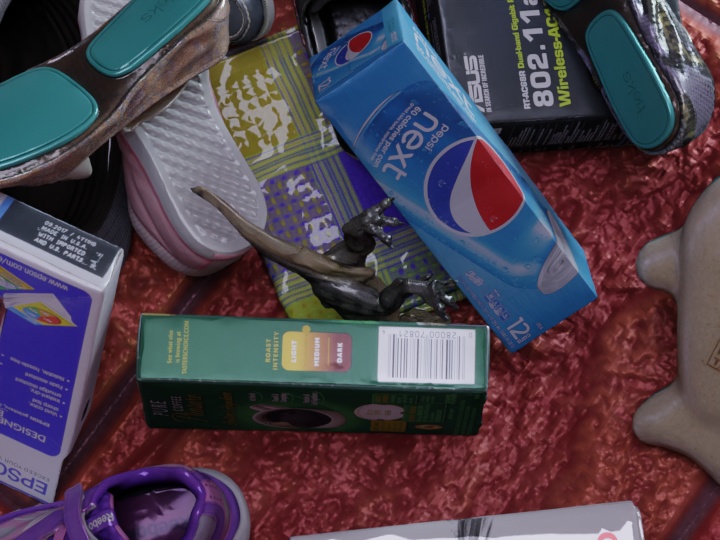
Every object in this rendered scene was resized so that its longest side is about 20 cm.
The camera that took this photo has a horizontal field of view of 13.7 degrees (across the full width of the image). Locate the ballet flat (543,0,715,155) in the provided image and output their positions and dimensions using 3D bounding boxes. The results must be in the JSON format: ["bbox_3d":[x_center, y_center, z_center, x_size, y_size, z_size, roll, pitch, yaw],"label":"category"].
[{"bbox_3d":[0.148,-0.160,1.747,0.072,0.072,0.201,-26,79,-8],"label":"ballet flat"}]

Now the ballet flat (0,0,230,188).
[{"bbox_3d":[-0.149,-0.090,1.666,0.200,0.067,0.068,-35,57,-16],"label":"ballet flat"}]

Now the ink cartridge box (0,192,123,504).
[{"bbox_3d":[-0.241,0.024,1.702,0.198,0.200,0.043,24,46,6],"label":"ink cartridge box"}]

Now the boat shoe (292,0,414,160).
[{"bbox_3d":[-0.005,-0.165,1.774,0.074,0.063,0.202,-12,83,-3],"label":"boat shoe"}]

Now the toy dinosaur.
[{"bbox_3d":[0.000,0.000,1.696,0.088,0.200,0.048,-14,53,40],"label":"toy dinosaur"}]

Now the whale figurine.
[{"bbox_3d":[0.234,0.024,1.734,0.159,0.104,0.200,27,115,8],"label":"whale figurine"}]

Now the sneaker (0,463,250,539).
[{"bbox_3d":[-0.161,0.158,1.701,0.200,0.088,0.081,-20,76,-5],"label":"sneaker"}]

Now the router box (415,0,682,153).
[{"bbox_3d":[0.110,-0.172,1.804,0.150,0.062,0.200,-5,74,-11],"label":"router box"}]

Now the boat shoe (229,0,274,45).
[{"bbox_3d":[-0.148,-0.181,1.802,0.200,0.073,0.062,27,38,14],"label":"boat shoe"}]

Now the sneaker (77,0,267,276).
[{"bbox_3d":[-0.119,-0.087,1.761,0.075,0.105,0.201,-19,80,-17],"label":"sneaker"}]

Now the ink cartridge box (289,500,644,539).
[{"bbox_3d":[0.065,0.217,1.687,0.200,0.084,0.146,-5,74,-3],"label":"ink cartridge box"}]

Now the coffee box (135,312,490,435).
[{"bbox_3d":[-0.027,0.060,1.714,0.200,0.123,0.044,1,75,1],"label":"coffee box"}]

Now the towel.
[{"bbox_3d":[-0.007,-0.063,1.803,0.143,0.023,0.200,-19,74,-7],"label":"towel"}]

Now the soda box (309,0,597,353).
[{"bbox_3d":[0.054,-0.052,1.712,0.064,0.068,0.200,-34,114,12],"label":"soda box"}]

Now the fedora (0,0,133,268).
[{"bbox_3d":[-0.210,-0.084,1.754,0.090,0.177,0.200,-7,90,29],"label":"fedora"}]
